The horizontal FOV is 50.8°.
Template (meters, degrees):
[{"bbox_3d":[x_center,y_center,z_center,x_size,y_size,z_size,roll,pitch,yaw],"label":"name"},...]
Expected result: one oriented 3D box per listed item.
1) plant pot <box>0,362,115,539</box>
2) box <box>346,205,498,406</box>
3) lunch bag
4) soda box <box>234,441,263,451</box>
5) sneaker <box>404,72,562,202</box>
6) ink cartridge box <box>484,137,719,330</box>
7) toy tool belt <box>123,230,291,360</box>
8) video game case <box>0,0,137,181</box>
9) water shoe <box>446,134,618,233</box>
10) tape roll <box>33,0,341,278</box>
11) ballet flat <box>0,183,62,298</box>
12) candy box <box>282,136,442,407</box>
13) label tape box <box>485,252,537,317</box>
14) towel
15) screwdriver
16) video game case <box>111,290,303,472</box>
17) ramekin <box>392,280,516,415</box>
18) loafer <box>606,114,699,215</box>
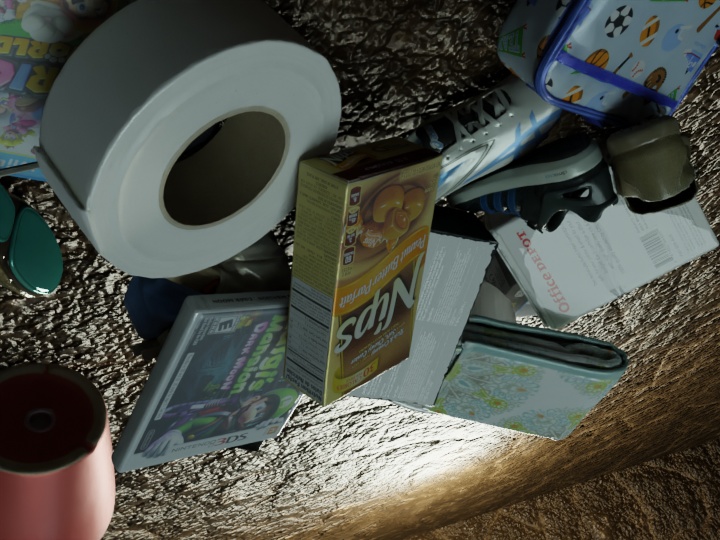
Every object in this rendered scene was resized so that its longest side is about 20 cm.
[{"bbox_3d":[-0.361,0.211,0.835,0.200,0.201,0.178,-3,137,-30],"label":"plant pot"},{"bbox_3d":[0.033,0.032,0.774,0.141,0.079,0.200,9,116,-20],"label":"box"},{"bbox_3d":[0.207,-0.187,0.588,0.200,0.076,0.161,6,123,-41],"label":"lunch bag"},{"bbox_3d":[-0.104,0.099,0.795,0.063,0.071,0.200,14,125,-23],"label":"soda box"},{"bbox_3d":[0.097,-0.121,0.675,0.200,0.072,0.072,-34,155,20],"label":"sneaker"},{"bbox_3d":[0.256,-0.047,0.828,0.200,0.085,0.146,-30,109,14],"label":"ink cartridge box"},{"bbox_3d":[-0.162,0.025,0.686,0.123,0.125,0.200,-20,166,-49],"label":"toy tool belt"},{"bbox_3d":[-0.206,-0.132,0.506,0.143,0.018,0.200,6,142,-42],"label":"video game case"},{"bbox_3d":[0.153,-0.067,0.717,0.071,0.079,0.200,-35,-168,-22],"label":"water shoe"},{"bbox_3d":[-0.111,-0.089,0.524,0.202,0.071,0.203,-35,157,-18],"label":"tape roll"},{"bbox_3d":[-0.289,-0.033,0.579,0.065,0.071,0.200,6,157,-1],"label":"ballet flat"},{"bbox_3d":[0.000,0.000,0.625,0.115,0.055,0.201,-23,129,-43],"label":"candy box"},{"bbox_3d":[0.222,0.020,1.014,0.144,0.063,0.200,-4,147,-27],"label":"label tape box"},{"bbox_3d":[0.177,0.124,0.867,0.199,0.048,0.171,14,142,-4],"label":"towel"},{"bbox_3d":[-0.189,-0.081,0.541,0.200,0.028,0.029,-26,137,-33],"label":"screwdriver"},{"bbox_3d":[-0.109,0.097,0.684,0.182,0.023,0.200,-2,133,-45],"label":"video game case"},{"bbox_3d":[0.104,0.091,0.952,0.200,0.098,0.201,6,140,5],"label":"ramekin"},{"bbox_3d":[0.256,-0.083,0.666,0.076,0.068,0.200,-14,174,28],"label":"loafer"}]
